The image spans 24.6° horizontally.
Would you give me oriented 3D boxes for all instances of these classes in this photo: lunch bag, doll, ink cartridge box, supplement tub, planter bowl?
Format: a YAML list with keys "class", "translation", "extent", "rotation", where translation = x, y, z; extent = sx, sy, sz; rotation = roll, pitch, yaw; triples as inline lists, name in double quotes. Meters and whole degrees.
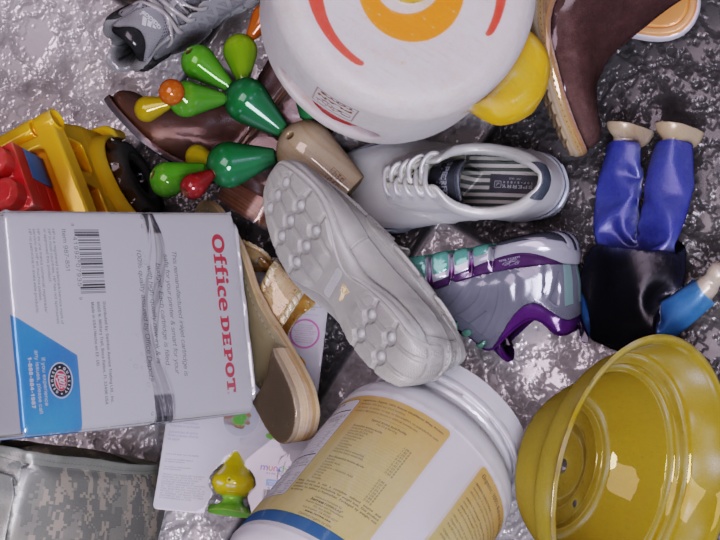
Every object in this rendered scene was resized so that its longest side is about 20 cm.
- class: "lunch bag"
  translation: [-0.233, 0.211, 1.208]
  extent: [0.116, 0.200, 0.166]
  rotation: [8, 84, 18]
- class: "doll"
  translation: [0.203, -0.004, 1.184]
  extent: [0.135, 0.048, 0.203]
  rotation: [5, 84, 35]
- class: "ink cartridge box"
  translation: [-0.178, 0.037, 1.144]
  extent: [0.083, 0.199, 0.147]
  rotation: [-12, 83, 44]
- class: "supplement tub"
  translation: [0.015, 0.169, 1.128]
  extent: [0.144, 0.146, 0.200]
  rotation: [28, 53, 19]
- class: "planter bowl"
  translation: [0.165, 0.140, 1.126]
  extent: [0.083, 0.199, 0.203]
  rotation: [8, 82, 47]

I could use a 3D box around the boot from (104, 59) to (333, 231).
- class: "boot"
  translation: [-0.081, -0.158, 1.297]
  extent: [0.185, 0.064, 0.201]
  rotation: [34, 93, 11]

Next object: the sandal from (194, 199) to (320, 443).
- class: "sandal"
  translation: [-0.060, 0.036, 1.221]
  extent: [0.213, 0.069, 0.078]
  rotation: [63, 142, 34]

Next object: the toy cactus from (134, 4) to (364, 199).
- class: "toy cactus"
  translation: [-0.065, -0.117, 1.222]
  extent: [0.165, 0.102, 0.200]
  rotation: [41, 81, 4]

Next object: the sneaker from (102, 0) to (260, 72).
- class: "sneaker"
  translation: [-0.130, -0.206, 1.253]
  extent: [0.075, 0.116, 0.200]
  rotation: [48, 134, -4]

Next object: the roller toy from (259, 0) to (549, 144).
- class: "roller toy"
  translation: [0.025, -0.183, 1.129]
  extent: [0.180, 0.140, 0.202]
  rotation: [-14, 87, -9]

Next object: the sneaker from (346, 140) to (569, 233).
- class: "sneaker"
  translation: [0.055, -0.070, 1.233]
  extent: [0.198, 0.071, 0.074]
  rotation: [-3, 80, 19]

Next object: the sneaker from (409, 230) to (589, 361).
- class: "sneaker"
  translation: [0.069, 0.029, 1.208]
  extent: [0.198, 0.074, 0.089]
  rotation: [-11, 88, 27]

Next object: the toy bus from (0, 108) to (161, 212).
- class: "toy bus"
  translation: [-0.229, -0.019, 1.252]
  extent: [0.135, 0.192, 0.202]
  rotation: [-26, 75, 10]

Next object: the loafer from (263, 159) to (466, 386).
- class: "loafer"
  translation: [0.000, 0.000, 1.155]
  extent: [0.201, 0.069, 0.070]
  rotation: [55, 126, 26]

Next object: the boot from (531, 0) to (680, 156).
- class: "boot"
  translation: [0.198, -0.194, 1.176]
  extent: [0.164, 0.072, 0.203]
  rotation: [-12, 92, 3]

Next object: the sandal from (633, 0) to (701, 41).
- class: "sandal"
  translation: [0.155, -0.228, 1.236]
  extent: [0.204, 0.059, 0.080]
  rotation: [16, 85, 19]

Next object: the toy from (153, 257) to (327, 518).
- class: "toy"
  translation: [-0.085, 0.091, 1.257]
  extent: [0.114, 0.047, 0.202]
  rotation: [4, 69, 8]
